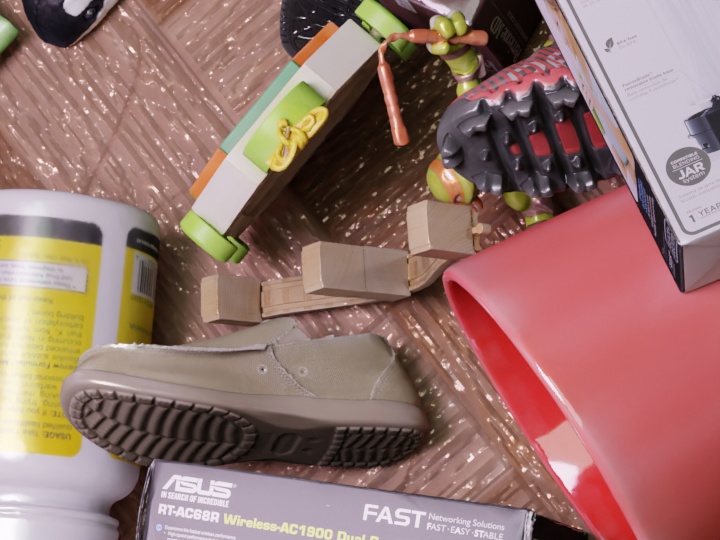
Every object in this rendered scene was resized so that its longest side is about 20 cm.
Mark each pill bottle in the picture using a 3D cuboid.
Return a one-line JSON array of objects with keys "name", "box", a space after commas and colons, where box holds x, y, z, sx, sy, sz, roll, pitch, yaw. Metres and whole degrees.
[{"name": "pill bottle", "box": [-0.172, 0.065, 1.330, 0.114, 0.114, 0.201, 1, 79, 16]}]

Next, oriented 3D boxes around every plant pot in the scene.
[{"name": "plant pot", "box": [0.165, 0.036, 1.205, 0.177, 0.200, 0.201, -32, 71, -5]}]

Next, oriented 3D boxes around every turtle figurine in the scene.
[{"name": "turtle figurine", "box": [0.093, -0.075, 1.288, 0.161, 0.200, 0.064, -38, 27, -13]}]

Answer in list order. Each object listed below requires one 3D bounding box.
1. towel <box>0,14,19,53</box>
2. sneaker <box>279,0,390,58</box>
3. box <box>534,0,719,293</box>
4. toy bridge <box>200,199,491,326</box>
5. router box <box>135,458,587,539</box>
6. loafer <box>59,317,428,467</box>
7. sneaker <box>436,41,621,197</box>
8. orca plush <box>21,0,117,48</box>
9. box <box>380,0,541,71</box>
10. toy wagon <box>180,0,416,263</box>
[{"name": "towel", "box": [-0.312, -0.114, 1.450, 0.200, 0.031, 0.149, -46, 76, 4]}, {"name": "sneaker", "box": [0.011, -0.216, 1.361, 0.060, 0.104, 0.200, 20, 121, -3]}, {"name": "box", "box": [0.158, -0.105, 1.136, 0.116, 0.060, 0.201, -24, 67, -2]}, {"name": "toy bridge", "box": [0.000, 0.000, 1.290, 0.200, 0.067, 0.027, -18, 71, 48]}, {"name": "router box", "box": [0.005, 0.144, 1.242, 0.199, 0.150, 0.062, 6, 81, 18]}, {"name": "loafer", "box": [-0.062, 0.062, 1.293, 0.199, 0.076, 0.069, 8, 55, -22]}, {"name": "sneaker", "box": [0.130, -0.099, 1.222, 0.200, 0.071, 0.098, -19, 40, 1]}, {"name": "orca plush", "box": [-0.141, -0.227, 1.403, 0.105, 0.071, 0.200, 41, 92, 20]}, {"name": "box", "box": [0.086, -0.217, 1.320, 0.075, 0.100, 0.201, 28, 88, 20]}, {"name": "toy wagon", "box": [-0.035, -0.074, 1.274, 0.040, 0.200, 0.155, 40, 92, 2]}]
